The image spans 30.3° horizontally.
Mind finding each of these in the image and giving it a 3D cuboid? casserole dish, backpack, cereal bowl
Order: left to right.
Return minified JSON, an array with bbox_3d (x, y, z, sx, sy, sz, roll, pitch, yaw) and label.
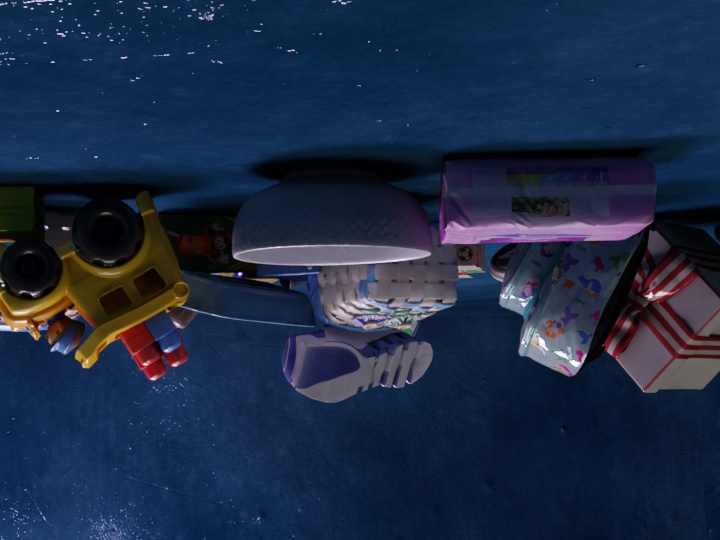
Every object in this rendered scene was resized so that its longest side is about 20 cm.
[{"bbox_3d":[-0.138,0.033,1.577,0.121,0.039,0.200,16,-176,42],"label":"casserole dish"},{"bbox_3d":[-0.028,-0.054,1.322,0.200,0.083,0.200,-1,174,0],"label":"cereal bowl"},{"bbox_3d":[0.244,0.018,1.559,0.151,0.200,0.178,18,177,5],"label":"backpack"}]

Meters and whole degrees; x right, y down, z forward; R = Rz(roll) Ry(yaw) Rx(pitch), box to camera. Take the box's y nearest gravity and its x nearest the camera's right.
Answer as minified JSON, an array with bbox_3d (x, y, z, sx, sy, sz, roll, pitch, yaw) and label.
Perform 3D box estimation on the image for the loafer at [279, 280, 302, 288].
[{"bbox_3d":[-0.098,-0.006,1.884,0.200,0.070,0.068,1,175,-21],"label":"loafer"}]

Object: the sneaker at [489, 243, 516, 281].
[{"bbox_3d":[0.254,-0.027,1.837,0.084,0.077,0.200,26,155,-38],"label":"sneaker"}]

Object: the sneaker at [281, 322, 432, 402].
[{"bbox_3d":[-0.023,0.091,1.575,0.199,0.081,0.115,-1,-153,-41],"label":"sneaker"}]

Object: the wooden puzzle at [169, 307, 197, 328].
[{"bbox_3d":[-0.296,0.024,1.782,0.185,0.037,0.200,16,-162,7],"label":"wooden puzzle"}]

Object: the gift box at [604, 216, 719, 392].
[{"bbox_3d":[0.390,0.042,1.732,0.187,0.185,0.200,5,-145,-49],"label":"gift box"}]

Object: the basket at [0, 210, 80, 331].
[{"bbox_3d":[-0.409,0.006,1.561,0.176,0.139,0.200,1,165,-29],"label":"basket"}]

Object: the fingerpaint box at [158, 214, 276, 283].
[{"bbox_3d":[-0.181,-0.022,1.679,0.167,0.073,0.200,0,175,-14],"label":"fingerpaint box"}]

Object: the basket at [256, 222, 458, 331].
[{"bbox_3d":[0.000,0.000,1.525,0.176,0.139,0.200,3,179,-36],"label":"basket"}]

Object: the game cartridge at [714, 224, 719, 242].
[{"bbox_3d":[0.575,-0.028,1.712,0.200,0.042,0.133,-7,140,44],"label":"game cartridge"}]

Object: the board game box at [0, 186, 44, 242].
[{"bbox_3d":[-0.435,-0.057,1.381,0.200,0.048,0.102,-1,174,-7],"label":"board game box"}]

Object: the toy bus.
[{"bbox_3d":[-0.274,0.037,1.401,0.200,0.192,0.136,-28,180,-12],"label":"toy bus"}]

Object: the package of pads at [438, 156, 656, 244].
[{"bbox_3d":[0.175,-0.066,1.274,0.200,0.076,0.121,-1,173,1],"label":"package of pads"}]

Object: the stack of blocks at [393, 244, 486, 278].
[{"bbox_3d":[0.112,-0.024,1.806,0.115,0.059,0.200,-2,175,11],"label":"stack of blocks"}]

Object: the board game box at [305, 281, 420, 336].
[{"bbox_3d":[-0.005,0.021,1.732,0.135,0.034,0.200,19,-163,-16],"label":"board game box"}]
